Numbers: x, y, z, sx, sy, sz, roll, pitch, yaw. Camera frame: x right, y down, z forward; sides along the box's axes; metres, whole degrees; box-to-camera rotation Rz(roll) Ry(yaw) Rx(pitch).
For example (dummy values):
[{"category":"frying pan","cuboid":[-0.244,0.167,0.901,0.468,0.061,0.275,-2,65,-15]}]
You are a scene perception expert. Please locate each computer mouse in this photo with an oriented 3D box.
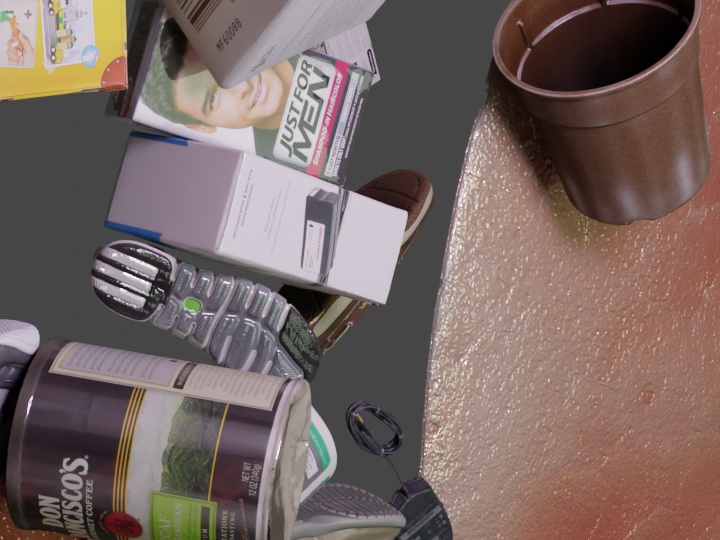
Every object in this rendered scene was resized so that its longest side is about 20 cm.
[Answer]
[{"category":"computer mouse","cuboid":[0.033,0.199,1.746,0.058,0.034,0.201,-34,119,-16]}]

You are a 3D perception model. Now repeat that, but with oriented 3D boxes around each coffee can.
[{"category":"coffee can","cuboid":[-0.148,0.137,1.383,0.146,0.198,0.148,9,90,-82]}]

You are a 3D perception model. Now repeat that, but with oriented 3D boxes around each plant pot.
[{"category":"plant pot","cuboid":[0.248,-0.166,1.774,0.201,0.199,0.199,-51,138,-25]}]

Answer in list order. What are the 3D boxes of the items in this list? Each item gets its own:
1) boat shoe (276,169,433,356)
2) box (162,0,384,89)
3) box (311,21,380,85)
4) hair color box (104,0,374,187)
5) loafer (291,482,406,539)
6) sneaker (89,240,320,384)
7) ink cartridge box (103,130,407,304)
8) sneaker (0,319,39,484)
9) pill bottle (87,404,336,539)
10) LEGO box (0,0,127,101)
[{"category":"boat shoe","cuboid":[-0.005,-0.002,1.634,0.202,0.074,0.075,-46,143,-21]},{"category":"box","cuboid":[-0.059,-0.286,1.361,0.171,0.200,0.200,-30,84,-38]},{"category":"box","cuboid":[-0.052,-0.230,1.548,0.110,0.035,0.202,-36,123,-35]},{"category":"hair color box","cuboid":[-0.095,-0.142,1.472,0.199,0.060,0.100,16,90,-32]},{"category":"loafer","cuboid":[-0.044,0.240,1.651,0.199,0.075,0.070,0,111,-41]},{"category":"sneaker","cuboid":[-0.126,0.025,1.464,0.199,0.115,0.075,30,91,-18]},{"category":"ink cartridge box","cuboid":[-0.081,-0.041,1.483,0.199,0.144,0.085,18,86,-47]},{"category":"sneaker","cuboid":[-0.310,0.112,1.330,0.199,0.075,0.115,-20,111,-44]},{"category":"pill bottle","cuboid":[-0.122,0.186,1.517,0.200,0.112,0.114,-41,126,-32]},{"category":"LEGO box","cuboid":[-0.248,-0.225,1.315,0.148,0.077,0.202,-12,108,-44]}]
